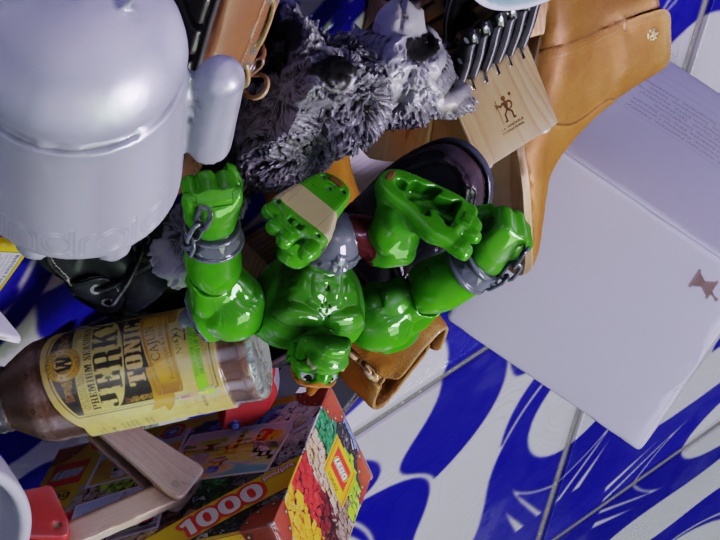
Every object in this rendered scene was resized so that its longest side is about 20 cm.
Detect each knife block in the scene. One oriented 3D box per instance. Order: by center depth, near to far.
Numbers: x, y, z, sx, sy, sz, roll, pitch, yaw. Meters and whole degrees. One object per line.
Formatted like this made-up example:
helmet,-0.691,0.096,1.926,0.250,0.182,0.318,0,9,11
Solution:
knife block,0.040,-0.152,1.652,0.064,0.176,0.200,-31,-161,-23

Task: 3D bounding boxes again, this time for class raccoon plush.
raccoon plush,-0.029,-0.074,1.571,0.134,0.097,0.200,15,123,-44

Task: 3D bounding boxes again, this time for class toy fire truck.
toy fire truck,-0.137,0.101,1.655,0.199,0.141,0.049,-9,147,-16

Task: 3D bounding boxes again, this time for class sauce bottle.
sauce bottle,-0.153,0.065,1.585,0.199,0.065,0.065,-13,157,7

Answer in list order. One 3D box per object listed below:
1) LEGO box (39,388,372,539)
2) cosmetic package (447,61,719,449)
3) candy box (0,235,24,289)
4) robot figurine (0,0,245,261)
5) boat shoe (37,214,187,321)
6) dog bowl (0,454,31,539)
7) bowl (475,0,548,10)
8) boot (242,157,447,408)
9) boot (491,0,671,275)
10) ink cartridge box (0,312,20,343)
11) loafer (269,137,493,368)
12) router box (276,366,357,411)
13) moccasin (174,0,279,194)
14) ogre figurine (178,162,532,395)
LEGO box,-0.109,0.162,1.701,0.199,0.077,0.149,-14,-153,22
cosmetic package,0.196,-0.020,1.909,0.168,0.166,0.200,-60,172,34
candy box,-0.272,0.052,1.514,0.200,0.026,0.102,-52,155,20
robot figurine,-0.143,-0.084,1.380,0.169,0.113,0.200,-2,146,-6
boat shoe,-0.133,-0.004,1.595,0.074,0.066,0.199,-42,157,0
dog bowl,-0.287,0.149,1.514,0.199,0.079,0.200,-26,147,-18
bowl,0.100,-0.251,1.501,0.201,0.105,0.201,-36,156,-19
boot,0.000,-0.015,1.671,0.071,0.144,0.202,-36,159,-36
boot,0.140,-0.108,1.762,0.144,0.071,0.202,-18,112,-27
ink cartridge box,-0.266,0.009,1.338,0.067,0.116,0.200,-48,156,11
loafer,0.000,0.000,1.589,0.200,0.072,0.063,-43,174,36
router box,0.009,0.031,1.836,0.200,0.052,0.157,-52,178,16
moccasin,-0.080,-0.124,1.481,0.077,0.074,0.202,-11,132,-38
ogre figurine,-0.014,0.000,1.506,0.199,0.098,0.120,-13,148,-35
